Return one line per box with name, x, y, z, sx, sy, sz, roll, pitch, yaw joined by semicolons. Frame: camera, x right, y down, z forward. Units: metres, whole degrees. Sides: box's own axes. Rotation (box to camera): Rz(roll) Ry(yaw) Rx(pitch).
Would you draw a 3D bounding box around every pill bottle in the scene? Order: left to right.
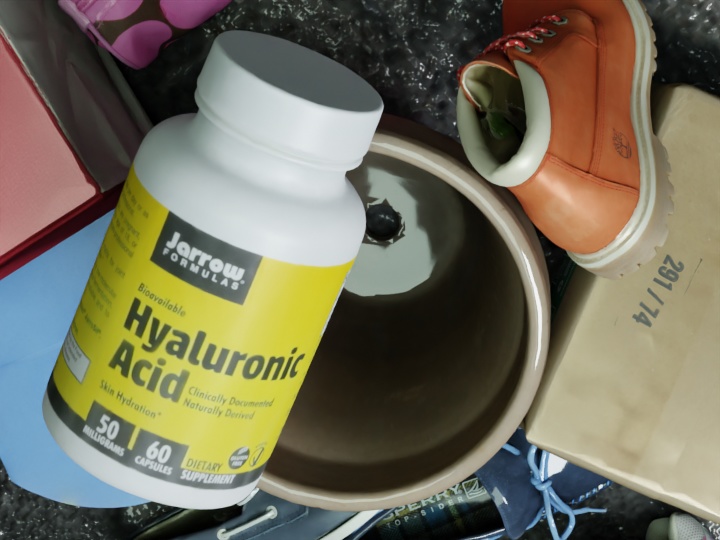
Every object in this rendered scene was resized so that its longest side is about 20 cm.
pill bottle;-0.064;-0.002;1.093;0.111;0.111;0.201;22;110;-1

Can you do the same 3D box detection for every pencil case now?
pencil case;-0.068;-0.181;1.227;0.199;0.094;0.091;-34;102;17

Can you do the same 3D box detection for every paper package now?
paper package;0.195;0.024;1.232;0.190;0.103;0.201;23;92;-2

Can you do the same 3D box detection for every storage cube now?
storage cube;-0.225;-0.071;1.224;0.179;0.171;0.201;-32;92;11

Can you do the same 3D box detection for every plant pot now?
plant pot;0.000;0.000;1.236;0.199;0.175;0.202;2;109;5

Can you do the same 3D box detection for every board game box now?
board game box;-0.146;0.031;1.336;0.157;0.039;0.201;-23;95;12

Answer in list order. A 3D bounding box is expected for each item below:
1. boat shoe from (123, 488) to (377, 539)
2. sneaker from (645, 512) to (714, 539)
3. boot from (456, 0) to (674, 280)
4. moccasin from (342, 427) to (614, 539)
boat shoe;-0.049;0.126;1.339;0.200;0.075;0.062;-33;105;28
sneaker;0.125;0.200;1.320;0.199;0.081;0.089;-28;87;-23
boot;0.090;-0.100;1.178;0.107;0.201;0.075;29;128;-35
moccasin;0.081;0.123;1.324;0.199;0.068;0.081;-29;103;15
